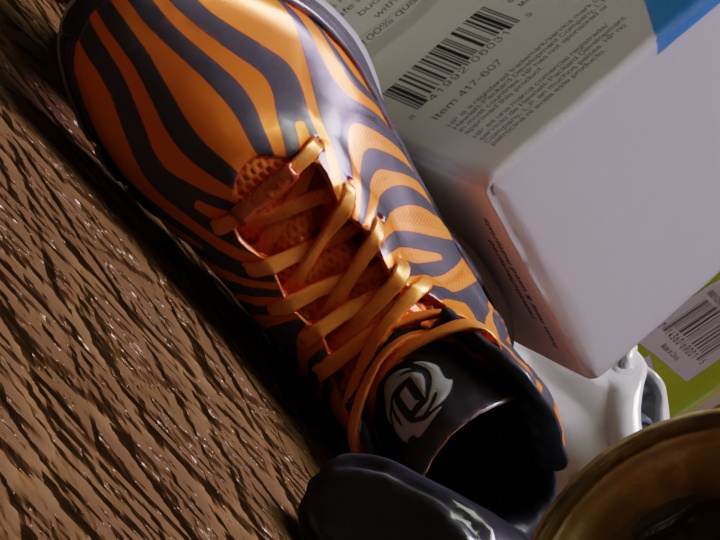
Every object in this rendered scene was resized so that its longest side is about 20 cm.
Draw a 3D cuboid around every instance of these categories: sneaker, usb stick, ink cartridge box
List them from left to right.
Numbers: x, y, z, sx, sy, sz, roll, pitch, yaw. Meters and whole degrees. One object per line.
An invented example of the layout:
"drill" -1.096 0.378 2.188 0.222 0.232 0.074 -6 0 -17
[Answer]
"sneaker" 0.000 0.000 0.798 0.200 0.078 0.112 46 7 -34
"usb stick" 0.039 0.085 0.771 0.055 0.033 0.200 27 -4 25
"ink cartridge box" 0.053 -0.066 0.951 0.200 0.146 0.084 29 -26 55
"sneaker" 0.069 0.047 1.030 0.200 0.071 0.073 53 7 18

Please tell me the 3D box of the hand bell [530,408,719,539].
"hand bell" 0.093 0.086 0.747 0.104 0.104 0.200 51 3 5

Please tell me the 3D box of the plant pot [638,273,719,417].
"plant pot" 0.093 -0.041 1.176 0.182 0.199 0.200 60 10 26
